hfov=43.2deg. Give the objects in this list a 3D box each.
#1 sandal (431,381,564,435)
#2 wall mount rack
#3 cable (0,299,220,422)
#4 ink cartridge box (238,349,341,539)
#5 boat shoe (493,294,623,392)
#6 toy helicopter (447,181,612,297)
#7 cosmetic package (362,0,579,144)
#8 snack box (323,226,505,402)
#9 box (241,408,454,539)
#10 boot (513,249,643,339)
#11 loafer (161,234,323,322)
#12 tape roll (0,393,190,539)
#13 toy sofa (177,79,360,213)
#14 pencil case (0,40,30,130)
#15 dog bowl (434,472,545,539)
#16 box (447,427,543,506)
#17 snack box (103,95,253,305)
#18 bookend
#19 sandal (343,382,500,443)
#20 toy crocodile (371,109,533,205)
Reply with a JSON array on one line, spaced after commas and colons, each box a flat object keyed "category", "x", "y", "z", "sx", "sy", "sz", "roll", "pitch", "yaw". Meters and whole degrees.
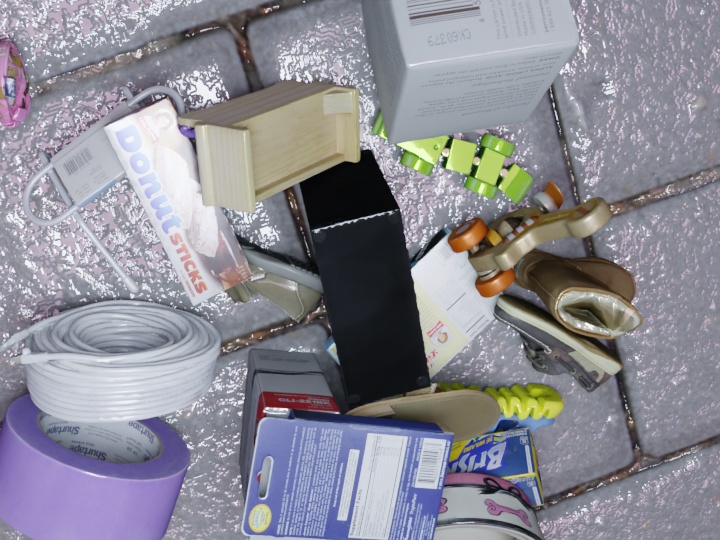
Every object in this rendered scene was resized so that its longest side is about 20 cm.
[{"category": "sandal", "x": 0.145, "y": 0.184, "z": 1.088, "sx": 0.196, "sy": 0.080, "sz": 0.089, "roll": 5, "pitch": 105, "yaw": -8}, {"category": "wall mount rack", "x": -0.241, "y": -0.088, "z": 0.946, "sx": 0.199, "sy": 0.075, "sz": 0.175, "roll": -36, "pitch": 72, "yaw": 1}, {"category": "cable", "x": -0.246, "y": 0.092, "z": 0.946, "sx": 0.196, "sy": 0.200, "sz": 0.071, "roll": 9, "pitch": 107, "yaw": 10}, {"category": "ink cartridge box", "x": -0.083, "y": 0.185, "z": 0.991, "sx": 0.082, "sy": 0.200, "sz": 0.147, "roll": 5, "pitch": 101, "yaw": -13}, {"category": "boat shoe", "x": 0.227, "y": 0.093, "z": 1.069, "sx": 0.199, "sy": 0.072, "sz": 0.067, "roll": 26, "pitch": 102, "yaw": -30}, {"category": "toy helicopter", "x": 0.196, "y": -0.048, "z": 0.978, "sx": 0.132, "sy": 0.199, "sz": 0.079, "roll": -42, "pitch": 105, "yaw": -29}, {"category": "cosmetic package", "x": 0.098, "y": -0.246, "z": 0.904, "sx": 0.162, "sy": 0.200, "sz": 0.168, "roll": -9, "pitch": 80, "yaw": -5}, {"category": "snack box", "x": 0.066, "y": 0.062, "z": 1.068, "sx": 0.200, "sy": 0.037, "sz": 0.116, "roll": -43, "pitch": 104, "yaw": 2}, {"category": "box", "x": -0.014, "y": 0.203, "z": 0.888, "sx": 0.196, "sy": 0.032, "sz": 0.124, "roll": 8, "pitch": 99, "yaw": -17}, {"category": "boot", "x": 0.261, "y": 0.032, "z": 1.007, "sx": 0.172, "sy": 0.200, "sz": 0.067, "roll": 9, "pitch": 101, "yaw": -10}, {"category": "loafer", "x": -0.134, "y": 0.003, "z": 1.007, "sx": 0.197, "sy": 0.075, "sz": 0.071, "roll": 22, "pitch": 97, "yaw": -9}, {"category": "tape roll", "x": -0.287, "y": 0.210, "z": 0.965, "sx": 0.197, "sy": 0.200, "sz": 0.086, "roll": 20, "pitch": 98, "yaw": -12}, {"category": "toy sofa", "x": -0.090, "y": -0.133, "z": 0.934, "sx": 0.096, "sy": 0.199, "sz": 0.084, "roll": 13, "pitch": 119, "yaw": 31}, {"category": "pencil case", "x": -0.442, "y": -0.185, "z": 0.922, "sx": 0.196, "sy": 0.087, "sz": 0.084, "roll": -4, "pitch": 134, "yaw": -7}, {"category": "dog bowl", "x": 0.114, "y": 0.303, "z": 1.021, "sx": 0.196, "sy": 0.075, "sz": 0.202, "roll": 0, "pitch": 135, "yaw": 0}, {"category": "box", "x": 0.110, "y": 0.243, "z": 1.060, "sx": 0.196, "sy": 0.065, "sz": 0.071, "roll": -12, "pitch": 133, "yaw": 12}, {"category": "snack box", "x": -0.181, "y": -0.068, "z": 0.918, "sx": 0.071, "sy": 0.024, "sz": 0.203, "roll": -25, "pitch": 110, "yaw": -5}, {"category": "bookend", "x": 0.000, "y": 0.000, "z": 0.982, "sx": 0.090, "sy": 0.201, "sz": 0.202, "roll": -13, "pitch": 116, "yaw": -3}, {"category": "sandal", "x": 0.057, "y": 0.145, "z": 0.995, "sx": 0.208, "sy": 0.070, "sz": 0.079, "roll": -3, "pitch": 128, "yaw": -31}, {"category": "toy crocodile", "x": 0.107, "y": -0.132, "z": 1.028, "sx": 0.197, "sy": 0.062, "sz": 0.069, "roll": 21, "pitch": 97, "yaw": -7}]
